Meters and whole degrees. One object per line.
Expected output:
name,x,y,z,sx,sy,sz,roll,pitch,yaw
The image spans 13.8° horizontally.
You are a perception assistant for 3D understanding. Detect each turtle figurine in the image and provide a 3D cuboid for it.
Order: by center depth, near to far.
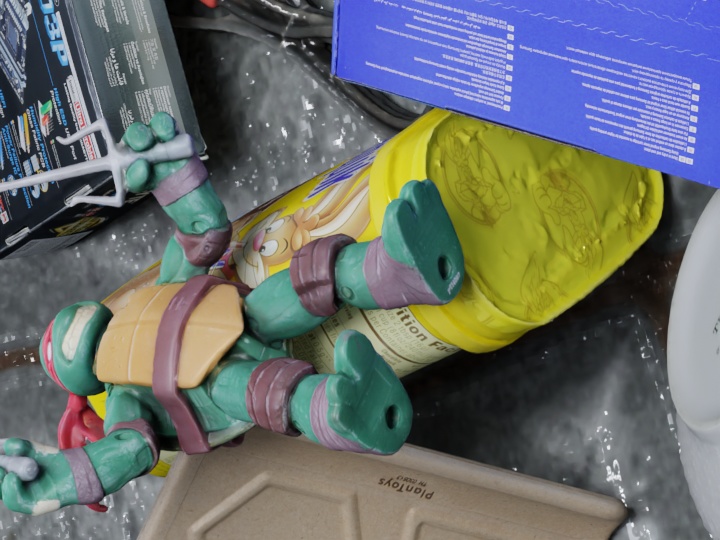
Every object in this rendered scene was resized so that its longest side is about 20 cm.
turtle figurine,-0.065,0.021,1.056,0.199,0.101,0.151,-3,71,34

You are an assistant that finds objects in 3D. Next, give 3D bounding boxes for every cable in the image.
cable,-0.044,-0.109,1.237,0.200,0.050,0.097,49,124,23

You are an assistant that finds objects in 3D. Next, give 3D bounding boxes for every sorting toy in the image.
sorting toy,-0.014,0.142,1.181,0.201,0.184,0.037,-62,26,26

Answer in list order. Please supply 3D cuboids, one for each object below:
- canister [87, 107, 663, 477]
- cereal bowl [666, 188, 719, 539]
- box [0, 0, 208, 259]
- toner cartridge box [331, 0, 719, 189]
canister,0.000,0.000,1.155,0.199,0.148,0.087,-26,97,38
cereal bowl,0.161,0.017,1.013,0.200,0.083,0.201,-166,90,-73
box,-0.142,-0.119,1.278,0.159,0.046,0.201,-27,77,59
toner cartridge box,0.071,-0.095,1.014,0.199,0.043,0.096,21,115,45
